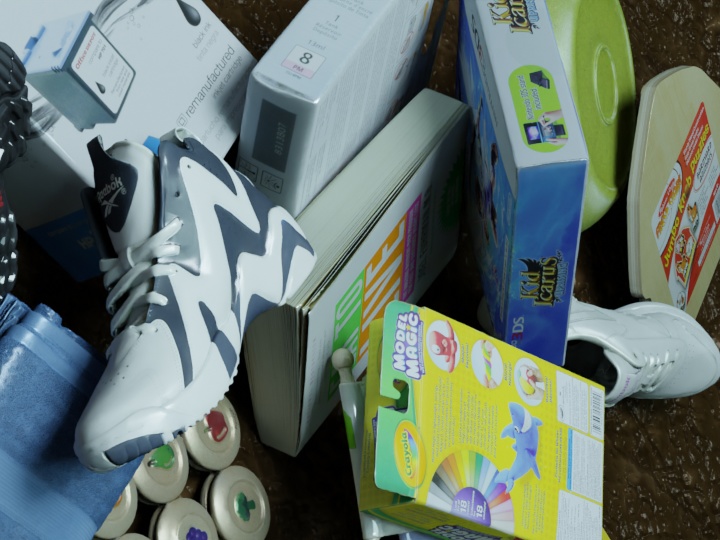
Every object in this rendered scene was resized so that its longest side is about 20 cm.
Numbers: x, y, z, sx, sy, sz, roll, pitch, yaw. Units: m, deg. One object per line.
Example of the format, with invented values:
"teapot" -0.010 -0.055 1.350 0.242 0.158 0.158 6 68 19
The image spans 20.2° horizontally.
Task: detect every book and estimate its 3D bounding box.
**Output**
"book" 0.000 0.000 1.215 0.200 0.048 0.134 -51 154 -37

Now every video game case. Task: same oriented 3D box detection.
"video game case" 0.093 -0.068 1.231 0.045 0.200 0.181 -6 52 -4

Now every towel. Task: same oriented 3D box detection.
"towel" -0.184 0.121 1.009 0.112 0.048 0.200 44 59 -30

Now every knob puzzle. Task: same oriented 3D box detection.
"knob puzzle" 0.219 -0.059 1.448 0.220 0.030 0.220 -21 114 -59

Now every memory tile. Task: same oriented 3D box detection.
"memory tile" -0.088 0.175 1.128 0.153 0.017 0.200 -28 99 -54

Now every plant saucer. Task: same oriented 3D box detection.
"plant saucer" 0.155 -0.126 1.382 0.200 0.031 0.200 -3 90 -67

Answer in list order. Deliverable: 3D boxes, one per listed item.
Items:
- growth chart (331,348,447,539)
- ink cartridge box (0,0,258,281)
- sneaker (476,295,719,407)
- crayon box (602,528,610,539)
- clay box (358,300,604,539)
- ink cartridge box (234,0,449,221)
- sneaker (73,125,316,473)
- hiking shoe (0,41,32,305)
"growth chart" 0.061 0.124 1.209 0.200 0.018 0.145 8 72 -47
"ink cartridge box" -0.166 -0.117 1.105 0.200 0.086 0.147 47 52 -25
"sneaker" 0.170 0.065 1.354 0.200 0.075 0.100 14 29 -33
"crayon box" 0.105 0.232 1.280 0.173 0.058 0.200 -46 109 -41
"clay box" 0.065 0.098 1.172 0.200 0.048 0.115 24 61 -41
"ink cartridge box" -0.009 -0.113 1.202 0.057 0.163 0.200 24 52 8
"sneaker" -0.111 0.001 1.014 0.130 0.079 0.199 52 48 -15
"hiking shoe" -0.230 -0.027 1.026 0.076 0.101 0.200 -24 128 -70
